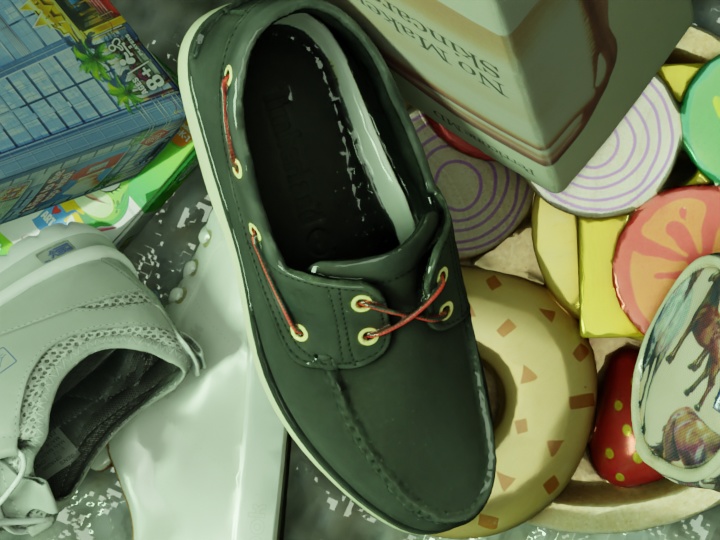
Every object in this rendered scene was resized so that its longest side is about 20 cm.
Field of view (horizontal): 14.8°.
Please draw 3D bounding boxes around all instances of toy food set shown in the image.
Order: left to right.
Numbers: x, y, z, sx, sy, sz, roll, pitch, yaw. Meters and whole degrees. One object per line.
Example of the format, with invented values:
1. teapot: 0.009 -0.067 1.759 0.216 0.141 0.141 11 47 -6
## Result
1. toy food set: 0.081 -0.002 1.003 0.200 0.049 0.198 -2 92 6

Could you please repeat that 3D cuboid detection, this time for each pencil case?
1. pencil case: 0.199 0.046 0.950 0.200 0.078 0.089 10 130 -17

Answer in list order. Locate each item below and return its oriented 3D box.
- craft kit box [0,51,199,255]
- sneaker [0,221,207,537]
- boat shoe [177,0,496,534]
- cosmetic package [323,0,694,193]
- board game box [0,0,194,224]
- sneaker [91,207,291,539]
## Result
1. craft kit box: -0.186 -0.047 1.030 0.200 0.049 0.198 42 98 2
2. sneaker: -0.140 0.065 0.937 0.200 0.075 0.082 -44 53 -17
3. boat shoe: -0.002 0.001 0.942 0.074 0.063 0.201 -25 101 -19
4. cosmetic package: 0.038 -0.115 0.891 0.103 0.200 0.087 33 80 22
5. board game box: -0.195 -0.071 0.925 0.200 0.062 0.200 -38 88 -35
6. sneaker: -0.064 0.033 1.005 0.085 0.073 0.200 7 94 3
